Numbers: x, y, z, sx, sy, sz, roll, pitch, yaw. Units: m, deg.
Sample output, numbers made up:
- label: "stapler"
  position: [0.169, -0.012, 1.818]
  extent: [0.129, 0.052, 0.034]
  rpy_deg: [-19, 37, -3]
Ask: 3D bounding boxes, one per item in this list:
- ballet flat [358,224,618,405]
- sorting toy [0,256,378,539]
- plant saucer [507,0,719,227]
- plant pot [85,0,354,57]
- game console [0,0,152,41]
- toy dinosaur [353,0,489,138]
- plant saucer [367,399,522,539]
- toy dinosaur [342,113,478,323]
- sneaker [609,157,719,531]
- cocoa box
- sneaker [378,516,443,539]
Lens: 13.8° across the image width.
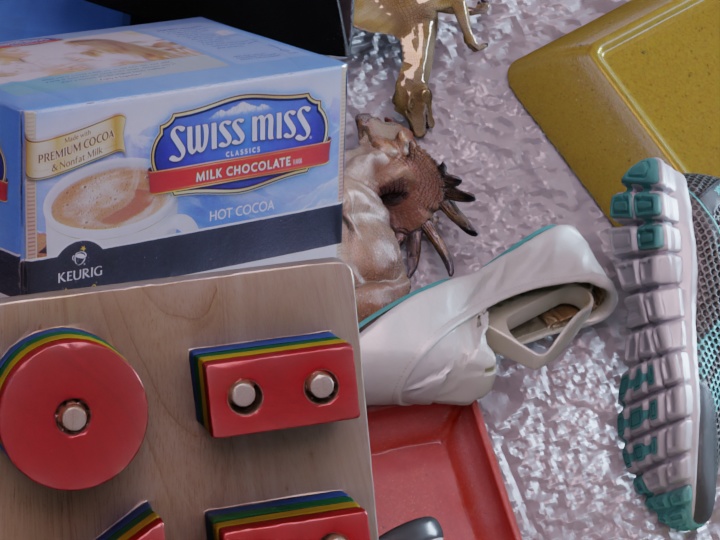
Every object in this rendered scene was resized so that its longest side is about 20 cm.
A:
- label: "ballet flat"
  position: [0.064, 0.033, 1.581]
  extent: [0.200, 0.069, 0.069]
  rpy_deg: [-27, 68, -38]
- label: "sorting toy"
  position: [-0.087, 0.107, 1.375]
  extent: [0.198, 0.070, 0.200]
  rpy_deg: [-7, 98, -12]
- label: "plant saucer"
  position: [0.218, -0.093, 1.698]
  extent: [0.200, 0.048, 0.200]
  rpy_deg: [-29, 70, -19]
- label: "plant pot"
  position: [-0.098, -0.244, 1.589]
  extent: [0.177, 0.200, 0.200]
  rpy_deg: [-2, 61, 7]
- label: "game console"
  position: [-0.206, -0.151, 1.640]
  extent: [0.200, 0.176, 0.117]
  rpy_deg: [6, 91, -4]
- label: "toy dinosaur"
  position: [0.018, -0.180, 1.686]
  extent: [0.101, 0.058, 0.200]
  rpy_deg: [-25, 86, -28]
- label: "plant saucer"
  position: [-0.010, 0.174, 1.540]
  extent: [0.200, 0.037, 0.200]
  rpy_deg: [-11, 65, -13]
- label: "toy dinosaur"
  position: [0.000, 0.000, 1.611]
  extent: [0.135, 0.086, 0.200]
  rpy_deg: [18, 76, -41]
- label: "sneaker"
  position: [0.189, 0.039, 1.595]
  extent: [0.091, 0.078, 0.200]
  rpy_deg: [1, 87, -21]
- label: "cocoa box"
  position: [-0.122, -0.045, 1.482]
  extent: [0.200, 0.132, 0.133]
  rpy_deg: [-11, 22, -38]
- label: "sneaker"
  position: [-0.012, 0.217, 1.464]
  extent: [0.201, 0.067, 0.108]
  rpy_deg: [-36, 77, -22]
